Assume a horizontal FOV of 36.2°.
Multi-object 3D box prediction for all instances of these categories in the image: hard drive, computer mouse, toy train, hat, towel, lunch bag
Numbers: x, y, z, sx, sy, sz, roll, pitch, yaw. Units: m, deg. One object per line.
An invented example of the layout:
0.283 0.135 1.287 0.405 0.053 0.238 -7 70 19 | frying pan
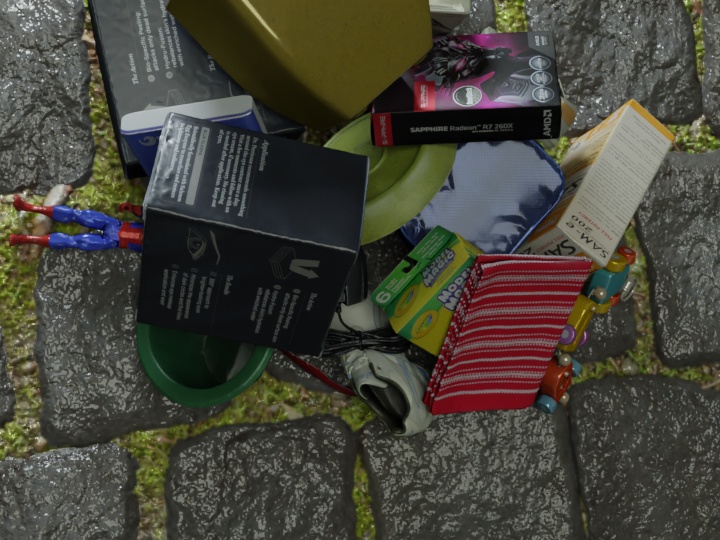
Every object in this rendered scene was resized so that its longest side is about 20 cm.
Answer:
-0.144 -0.096 1.115 0.129 0.201 0.026 -7 59 9 | hard drive
0.000 0.000 1.214 0.138 0.046 0.203 4 57 -14 | computer mouse
0.251 0.059 1.280 0.055 0.151 0.201 29 71 25 | toy train
-0.132 0.094 1.240 0.165 0.176 0.201 -40 64 3 | hat
0.154 0.071 1.162 0.142 0.023 0.203 0 125 -25 | towel
0.129 -0.088 1.243 0.136 0.132 0.200 43 89 -9 | lunch bag

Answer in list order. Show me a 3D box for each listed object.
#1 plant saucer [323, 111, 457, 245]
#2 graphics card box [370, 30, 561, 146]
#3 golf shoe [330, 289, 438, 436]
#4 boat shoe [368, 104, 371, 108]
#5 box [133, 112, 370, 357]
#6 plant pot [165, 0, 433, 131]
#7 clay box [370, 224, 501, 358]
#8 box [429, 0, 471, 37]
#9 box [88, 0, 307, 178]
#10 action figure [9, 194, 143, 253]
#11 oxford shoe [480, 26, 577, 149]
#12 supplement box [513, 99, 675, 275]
0.011 -0.112 1.194 0.200 0.199 0.031 -46 128 -10 | plant saucer
0.110 -0.192 1.160 0.196 0.051 0.127 -1 48 6 | graphics card box
0.011 0.095 1.213 0.078 0.097 0.201 -43 83 21 | golf shoe
0.014 -0.216 1.262 0.196 0.072 0.069 9 88 -4 | boat shoe
-0.108 -0.028 1.064 0.196 0.198 0.119 12 55 -7 | box
-0.042 -0.251 1.063 0.194 0.195 0.201 -42 101 -14 | plant pot
0.113 0.042 1.168 0.199 0.048 0.115 30 111 -39 | clay box
0.057 -0.289 1.206 0.081 0.200 0.070 2 86 -10 | box
-0.179 -0.221 1.189 0.196 0.117 0.200 -12 89 -13 | box
-0.274 -0.042 1.180 0.196 0.099 0.067 7 87 -13 | action figure
0.192 -0.217 1.252 0.058 0.202 0.075 -40 134 17 | oxford shoe
0.259 -0.082 1.248 0.073 0.126 0.201 38 63 -7 | supplement box
